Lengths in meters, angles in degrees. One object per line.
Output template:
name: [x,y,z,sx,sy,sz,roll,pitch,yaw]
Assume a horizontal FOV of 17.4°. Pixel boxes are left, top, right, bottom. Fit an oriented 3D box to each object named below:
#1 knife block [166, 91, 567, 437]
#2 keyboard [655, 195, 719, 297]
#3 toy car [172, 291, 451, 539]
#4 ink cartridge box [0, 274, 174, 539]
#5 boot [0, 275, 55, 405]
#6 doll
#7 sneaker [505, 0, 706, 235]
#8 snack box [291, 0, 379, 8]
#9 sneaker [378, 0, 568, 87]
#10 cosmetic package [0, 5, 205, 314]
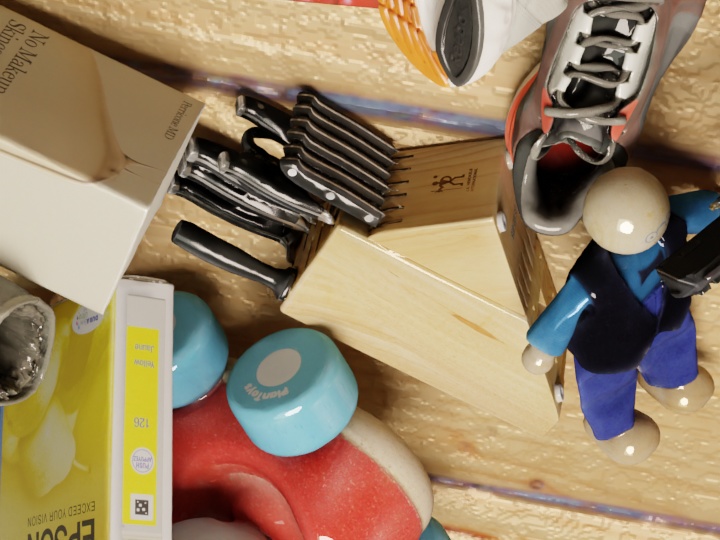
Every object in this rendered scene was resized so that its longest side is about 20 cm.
knife block: [0.000,0.000,1.178,0.175,0.064,0.200,-7,130,18]
keyboard: [0.214,-0.054,1.042,0.200,0.127,0.021,-38,96,1]
toy car: [-0.078,0.150,1.207,0.177,0.200,0.184,16,147,39]
ink cartridge box: [-0.155,0.120,1.190,0.047,0.200,0.198,11,162,-31]
boot: [-0.239,0.001,1.153,0.200,0.073,0.182,23,172,7]
doll: [0.133,0.012,1.132,0.048,0.136,0.200,41,164,30]
sneaker: [0.113,-0.094,1.057,0.077,0.082,0.200,12,133,1]
snack box: [-0.062,-0.203,1.005,0.200,0.068,0.169,6,132,4]
sneaker: [0.066,-0.174,0.960,0.076,0.092,0.200,39,137,25]
cosmetic package: [-0.186,-0.072,1.108,0.200,0.104,0.073,24,126,-4]
